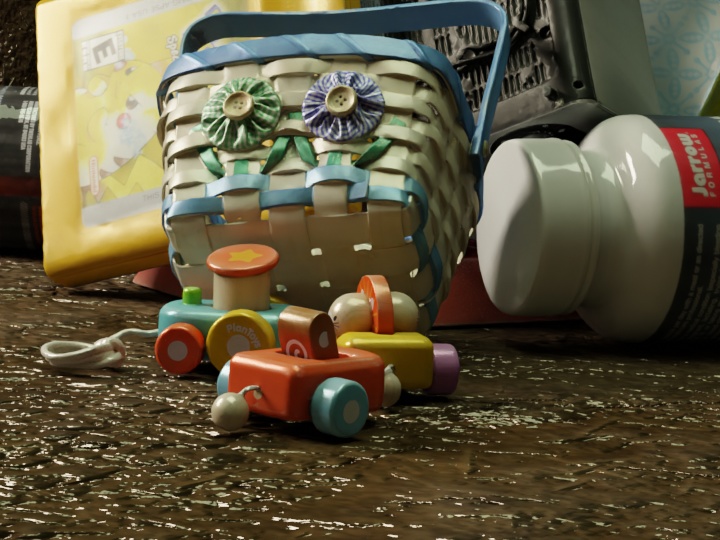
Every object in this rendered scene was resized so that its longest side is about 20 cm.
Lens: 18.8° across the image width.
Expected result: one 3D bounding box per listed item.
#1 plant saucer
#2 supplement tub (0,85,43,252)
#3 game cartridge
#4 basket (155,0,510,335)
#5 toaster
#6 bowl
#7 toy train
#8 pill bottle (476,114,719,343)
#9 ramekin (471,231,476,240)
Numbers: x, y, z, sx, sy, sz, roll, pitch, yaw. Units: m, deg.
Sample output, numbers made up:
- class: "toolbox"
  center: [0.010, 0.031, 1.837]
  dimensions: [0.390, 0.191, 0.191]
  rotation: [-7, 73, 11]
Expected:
- class: "plant saucer"
  center: [0.000, 0.000, 1.246]
  dimensions: [0.199, 0.037, 0.199]
  rotation: [-1, 8, -33]
- class: "supplement tub"
  center: [-0.152, -0.061, 1.394]
  dimensions: [0.198, 0.108, 0.107]
  rotation: [4, 7, 3]
- class: "game cartridge"
  center: [-0.091, -0.096, 1.221]
  dimensions: [0.199, 0.178, 0.032]
  rotation: [-14, -22, 23]
- class: "basket"
  center: [-0.014, -0.066, 1.095]
  dimensions: [0.175, 0.140, 0.201]
  rotation: [-4, 41, 10]
- class: "toaster"
  center: [0.058, -0.134, 1.238]
  dimensions: [0.180, 0.202, 0.118]
  rotation: [-20, -24, 27]
- class: "bowl"
  center: [0.215, -0.111, 1.282]
  dimensions: [0.107, 0.202, 0.200]
  rotation: [20, 1, -19]
- class: "toy train"
  center: [-0.043, 0.025, 0.942]
  dimensions: [0.149, 0.056, 0.199]
  rotation: [-3, 9, -42]
- class: "pill bottle"
  center: [0.169, -0.021, 1.141]
  dimensions: [0.198, 0.121, 0.119]
  rotation: [0, 7, -19]
- class: "ramekin"
  center: [0.087, -0.092, 1.402]
  dimensions: [0.199, 0.202, 0.098]
  rotation: [-1, 16, -30]
